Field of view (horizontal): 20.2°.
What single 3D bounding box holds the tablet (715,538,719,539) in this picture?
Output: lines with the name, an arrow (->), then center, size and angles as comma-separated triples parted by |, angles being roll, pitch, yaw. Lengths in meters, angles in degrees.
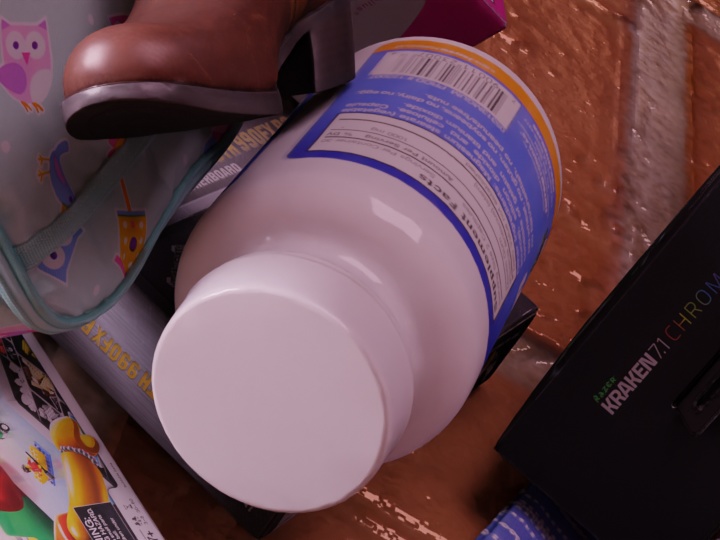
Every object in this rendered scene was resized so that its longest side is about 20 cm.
tablet -> 0.172, 0.101, 0.745 | 0.198, 0.130, 0.014 | -14, 89, -23

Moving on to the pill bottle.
pill bottle -> 0.000, 0.000, 0.722 | 0.112, 0.112, 0.200 | 35, 32, -1

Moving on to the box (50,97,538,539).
box -> -0.035, 0.008, 0.833 | 0.158, 0.048, 0.200 | 42, 31, 12

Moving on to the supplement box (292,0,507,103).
supplement box -> -0.036, -0.167, 0.851 | 0.200, 0.101, 0.104 | 41, 33, -38

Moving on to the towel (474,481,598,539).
towel -> 0.097, 0.152, 0.790 | 0.145, 0.024, 0.200 | 42, 31, 9

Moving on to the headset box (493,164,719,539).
headset box -> 0.159, 0.019, 0.860 | 0.093, 0.175, 0.200 | 40, 21, 6

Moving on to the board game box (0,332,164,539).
board game box -> -0.157, 0.046, 0.670 | 0.126, 0.035, 0.200 | -5, 49, -48

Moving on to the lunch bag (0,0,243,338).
lunch bag -> -0.113, -0.076, 0.703 | 0.161, 0.077, 0.200 | 62, 34, -23

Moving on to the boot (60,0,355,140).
boot -> -0.057, -0.150, 0.658 | 0.188, 0.068, 0.202 | -28, 111, -60
